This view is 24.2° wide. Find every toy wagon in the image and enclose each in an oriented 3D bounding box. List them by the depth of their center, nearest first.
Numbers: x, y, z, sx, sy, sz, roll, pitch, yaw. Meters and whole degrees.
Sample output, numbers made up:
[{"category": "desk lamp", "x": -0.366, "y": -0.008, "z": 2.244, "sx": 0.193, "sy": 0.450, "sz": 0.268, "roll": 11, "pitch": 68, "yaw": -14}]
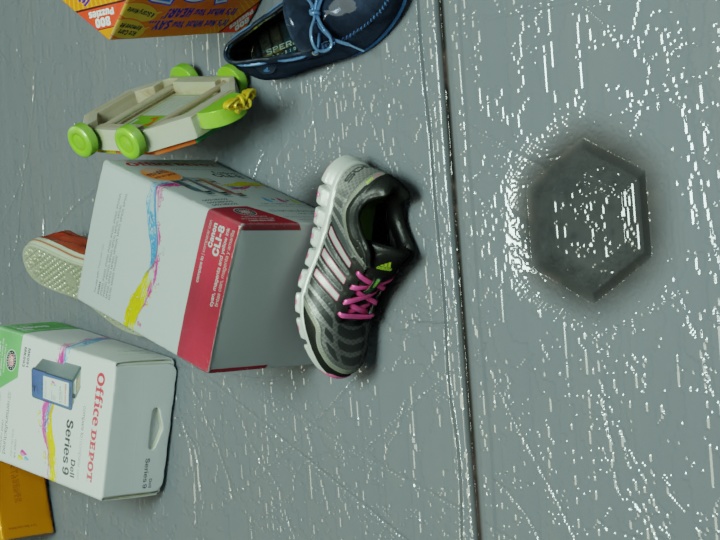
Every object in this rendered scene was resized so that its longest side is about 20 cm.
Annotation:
[{"category": "toy wagon", "x": -0.175, "y": -0.149, "z": 1.592, "sx": 0.200, "sy": 0.155, "sz": 0.040, "roll": 6, "pitch": 123, "yaw": 42}]

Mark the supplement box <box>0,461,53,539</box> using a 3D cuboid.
[{"category": "supplement box", "x": -0.439, "y": 0.248, "z": 1.894, "sx": 0.200, "sy": 0.073, "sz": 0.126, "roll": -14, "pitch": 82, "yaw": 42}]

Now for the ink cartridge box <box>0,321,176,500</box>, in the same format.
[{"category": "ink cartridge box", "x": -0.293, "y": 0.143, "z": 1.750, "sx": 0.200, "sy": 0.087, "sz": 0.146, "roll": 13, "pitch": 100, "yaw": 40}]

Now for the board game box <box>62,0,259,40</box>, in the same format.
[{"category": "board game box", "x": -0.192, "y": -0.352, "z": 1.542, "sx": 0.200, "sy": 0.200, "sz": 0.200, "roll": 41, "pitch": 118, "yaw": 21}]

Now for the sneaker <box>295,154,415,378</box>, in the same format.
[{"category": "sneaker", "x": 0.000, "y": 0.000, "z": 1.485, "sx": 0.087, "sy": 0.074, "sz": 0.200, "roll": 11, "pitch": 94, "yaw": 48}]

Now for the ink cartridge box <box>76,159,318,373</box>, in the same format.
[{"category": "ink cartridge box", "x": -0.141, "y": -0.009, "z": 1.566, "sx": 0.200, "sy": 0.145, "sz": 0.145, "roll": 24, "pitch": 108, "yaw": 38}]

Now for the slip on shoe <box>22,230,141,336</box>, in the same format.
[{"category": "slip on shoe", "x": -0.257, "y": 0.008, "z": 1.731, "sx": 0.200, "sy": 0.061, "sz": 0.074, "roll": 24, "pitch": 130, "yaw": 27}]

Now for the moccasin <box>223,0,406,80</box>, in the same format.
[{"category": "moccasin", "x": -0.043, "y": -0.217, "z": 1.522, "sx": 0.200, "sy": 0.068, "sz": 0.081, "roll": -29, "pitch": 72, "yaw": 39}]
